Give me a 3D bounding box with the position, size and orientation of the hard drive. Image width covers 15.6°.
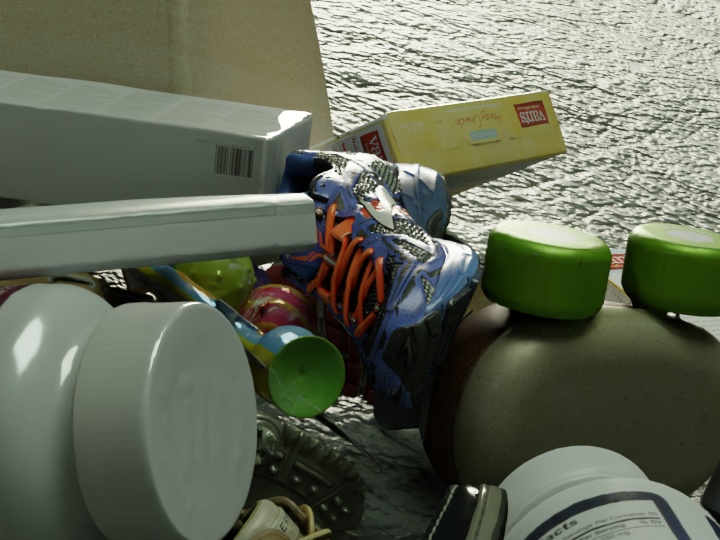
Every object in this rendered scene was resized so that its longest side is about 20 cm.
[{"bbox_3d":[-0.136,-0.012,1.072,0.199,0.026,0.132,-5,3,-30],"label":"hard drive"}]

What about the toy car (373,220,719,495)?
[{"bbox_3d":[0.062,0.044,1.219,0.157,0.166,0.200,0,15,-35],"label":"toy car"}]

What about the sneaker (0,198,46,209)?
[{"bbox_3d":[-0.199,0.000,1.284,0.080,0.071,0.200,33,34,26],"label":"sneaker"}]

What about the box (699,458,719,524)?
[{"bbox_3d":[0.219,0.128,1.135,0.110,0.035,0.200,25,-8,23],"label":"box"}]

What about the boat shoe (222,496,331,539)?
[{"bbox_3d":[-0.046,0.125,1.057,0.199,0.067,0.074,15,21,2],"label":"boat shoe"}]

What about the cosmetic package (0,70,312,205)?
[{"bbox_3d":[-0.130,-0.059,1.248,0.199,0.051,0.083,9,15,13],"label":"cosmetic package"}]

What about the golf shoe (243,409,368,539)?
[{"bbox_3d":[-0.095,0.077,1.142,0.199,0.079,0.097,12,15,-10],"label":"golf shoe"}]

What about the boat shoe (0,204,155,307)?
[{"bbox_3d":[-0.150,0.008,1.221,0.071,0.077,0.200,1,1,22],"label":"boat shoe"}]

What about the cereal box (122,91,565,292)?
[{"bbox_3d":[-0.012,-0.041,1.362,0.199,0.040,0.143,-21,-5,38],"label":"cereal box"}]

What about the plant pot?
[{"bbox_3d":[-0.137,-0.150,1.402,0.198,0.179,0.200,1,2,21],"label":"plant pot"}]

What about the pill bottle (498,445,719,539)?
[{"bbox_3d":[0.109,0.151,1.031,0.110,0.112,0.200,8,22,-16],"label":"pill bottle"}]

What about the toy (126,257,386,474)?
[{"bbox_3d":[-0.051,0.020,1.197,0.115,0.047,0.200,42,-2,-24],"label":"toy"}]

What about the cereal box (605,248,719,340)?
[{"bbox_3d":[0.221,0.045,1.469,0.143,0.040,0.200,1,25,-33],"label":"cereal box"}]

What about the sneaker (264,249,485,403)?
[{"bbox_3d":[0.029,0.024,1.365,0.199,0.078,0.082,11,15,-36],"label":"sneaker"}]

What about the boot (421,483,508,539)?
[{"bbox_3d":[-0.037,0.135,0.977,0.153,0.074,0.204,17,43,12],"label":"boot"}]

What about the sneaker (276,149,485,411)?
[{"bbox_3d":[0.000,0.000,1.146,0.078,0.076,0.200,18,15,-13],"label":"sneaker"}]

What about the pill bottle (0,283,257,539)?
[{"bbox_3d":[-0.148,0.061,1.004,0.199,0.110,0.109,-2,14,24],"label":"pill bottle"}]
